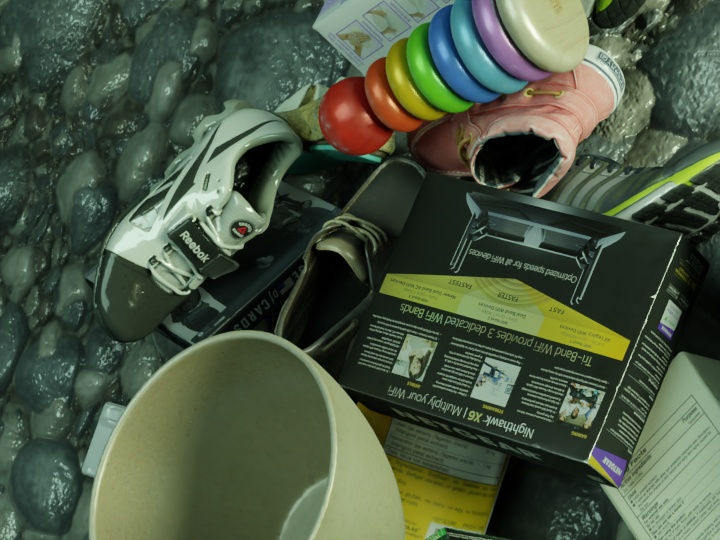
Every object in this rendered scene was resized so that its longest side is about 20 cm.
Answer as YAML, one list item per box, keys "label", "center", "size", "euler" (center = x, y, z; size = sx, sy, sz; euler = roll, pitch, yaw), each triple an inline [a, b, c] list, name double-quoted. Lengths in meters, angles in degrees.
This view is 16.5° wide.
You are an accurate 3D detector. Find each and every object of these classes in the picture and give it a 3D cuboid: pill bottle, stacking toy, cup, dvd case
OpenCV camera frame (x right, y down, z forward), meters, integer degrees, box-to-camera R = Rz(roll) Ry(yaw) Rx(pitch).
- label: "pill bottle"
  center: [0.049, 0.111, 1.686]
  size: [0.111, 0.111, 0.201]
  euler: [20, 93, 44]
- label: "stacking toy"
  center: [0.053, -0.135, 1.659]
  size: [0.200, 0.085, 0.086]
  euler: [-27, 62, 35]
- label: "cup"
  center: [-0.053, 0.156, 1.582]
  size: [0.200, 0.143, 0.201]
  euler: [-18, 58, 32]
- label: "dvd case"
  center: [-0.106, -0.013, 1.845]
  size: [0.150, 0.025, 0.200]
  euler: [-43, 31, -13]

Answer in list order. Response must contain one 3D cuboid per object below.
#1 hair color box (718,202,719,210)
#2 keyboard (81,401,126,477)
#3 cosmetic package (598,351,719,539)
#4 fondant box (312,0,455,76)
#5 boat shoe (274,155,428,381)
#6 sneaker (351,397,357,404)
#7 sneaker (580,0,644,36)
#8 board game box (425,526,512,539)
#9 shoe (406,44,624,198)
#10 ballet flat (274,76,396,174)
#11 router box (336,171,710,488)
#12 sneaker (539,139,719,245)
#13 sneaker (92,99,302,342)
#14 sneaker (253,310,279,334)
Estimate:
- label: "hair color box"
  center: [0.291, 0.046, 1.478]
  size: [0.064, 0.111, 0.201]
  euler: [-29, 60, 34]
- label: "keyboard"
  center: [-0.118, 0.141, 1.778]
  size: [0.200, 0.011, 0.056]
  euler: [13, 85, 36]
- label: "cosmetic package"
  center: [0.235, 0.158, 1.527]
  size: [0.105, 0.071, 0.200]
  euler: [-48, 51, 24]
- label: "fondant box"
  center: [0.067, -0.239, 1.733]
  size: [0.200, 0.058, 0.145]
  euler: [-32, 25, 45]
- label: "boat shoe"
  center: [0.000, 0.000, 1.705]
  size: [0.074, 0.073, 0.200]
  euler: [16, 63, 17]
- label: "sneaker"
  center: [-0.004, 0.030, 1.771]
  size: [0.070, 0.090, 0.201]
  euler: [27, 98, 43]
- label: "sneaker"
  center: [0.124, -0.189, 1.724]
  size: [0.200, 0.074, 0.081]
  euler: [-27, 39, 39]
- label: "board game box"
  center: [0.122, 0.220, 1.527]
  size: [0.023, 0.200, 0.105]
  euler: [-36, 57, 31]
- label: "shoe"
  center: [0.087, -0.089, 1.693]
  size: [0.200, 0.072, 0.091]
  euler: [-18, 27, 48]
- label: "ballet flat"
  center: [-0.026, -0.108, 1.820]
  size: [0.200, 0.070, 0.071]
  euler: [-2, 77, 66]
- label: "router box"
  center: [0.102, 0.035, 1.577]
  size: [0.200, 0.052, 0.158]
  euler: [16, 76, 36]
- label: "sneaker"
  center: [0.170, -0.048, 1.645]
  size: [0.200, 0.074, 0.081]
  euler: [-26, 58, 34]
- label: "sneaker"
  center: [-0.114, -0.032, 1.762]
  size: [0.088, 0.074, 0.200]
  euler: [21, 76, 53]
- label: "sneaker"
  center: [-0.079, 0.103, 1.827]
  size: [0.077, 0.085, 0.201]
  euler: [-14, 59, 28]
